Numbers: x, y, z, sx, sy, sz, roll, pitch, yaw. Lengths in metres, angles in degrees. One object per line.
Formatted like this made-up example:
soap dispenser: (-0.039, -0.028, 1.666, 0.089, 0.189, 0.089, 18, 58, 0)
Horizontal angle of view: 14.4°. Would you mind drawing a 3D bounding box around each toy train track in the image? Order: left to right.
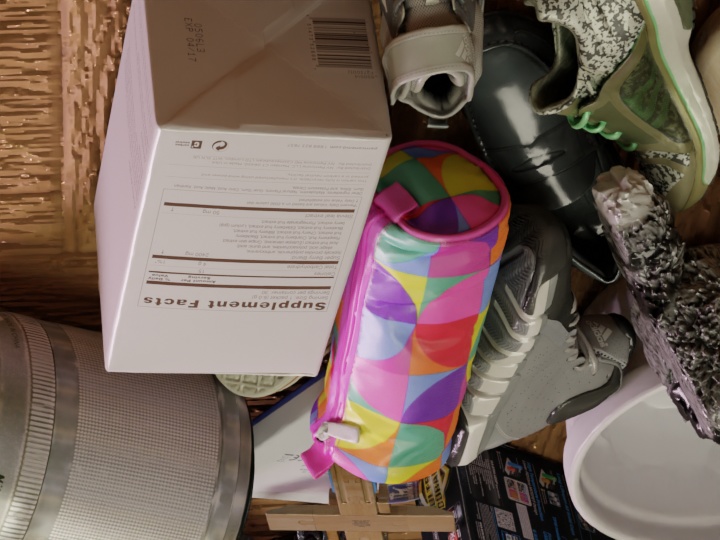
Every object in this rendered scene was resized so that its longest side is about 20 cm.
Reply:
toy train track: (-0.003, 0.119, 1.699, 0.115, 0.033, 0.200, 0, 150, 6)

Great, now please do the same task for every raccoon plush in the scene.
raccoon plush: (0.217, 0.006, 1.511, 0.134, 0.097, 0.200, -29, 137, -5)

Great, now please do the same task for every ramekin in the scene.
ramekin: (0.214, 0.072, 1.694, 0.200, 0.105, 0.200, -5, 142, -4)

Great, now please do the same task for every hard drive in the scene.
hard drive: (0.010, 0.087, 1.704, 0.132, 0.025, 0.200, 9, 147, -40)

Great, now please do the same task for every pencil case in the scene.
pencil case: (0.024, 0.028, 1.513, 0.088, 0.088, 0.200, 2, 130, -12)

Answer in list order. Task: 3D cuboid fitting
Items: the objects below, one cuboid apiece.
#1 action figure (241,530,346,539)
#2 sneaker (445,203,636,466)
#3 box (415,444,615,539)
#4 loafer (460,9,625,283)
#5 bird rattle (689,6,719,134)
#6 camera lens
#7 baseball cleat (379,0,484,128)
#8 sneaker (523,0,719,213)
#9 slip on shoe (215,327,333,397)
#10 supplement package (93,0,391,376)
action figure: (-0.081, 0.192, 1.815, 0.200, 0.069, 0.130, 19, 117, -45)
sneaker: (0.107, 0.025, 1.573, 0.115, 0.075, 0.200, -11, 147, -25)
box: (0.116, 0.205, 1.769, 0.159, 0.200, 0.046, 21, 131, -33)
loafer: (0.102, -0.065, 1.524, 0.068, 0.070, 0.201, -20, 141, 15)
bird rattle: (0.253, -0.102, 1.515, 0.163, 0.113, 0.200, 18, 150, -13)
camera lens: (-0.172, 0.112, 1.631, 0.200, 0.160, 0.160, 14, 137, -26)
baseball cleat: (0.035, -0.153, 1.365, 0.070, 0.106, 0.200, -9, 138, 5)
sneaker: (0.127, -0.098, 1.471, 0.089, 0.077, 0.200, -26, 135, -7)
slip on shoe: (0.000, 0.000, 1.606, 0.200, 0.061, 0.074, -38, 89, 20)
supplement package: (-0.066, -0.051, 1.472, 0.120, 0.121, 0.200, 2, 142, -13)
